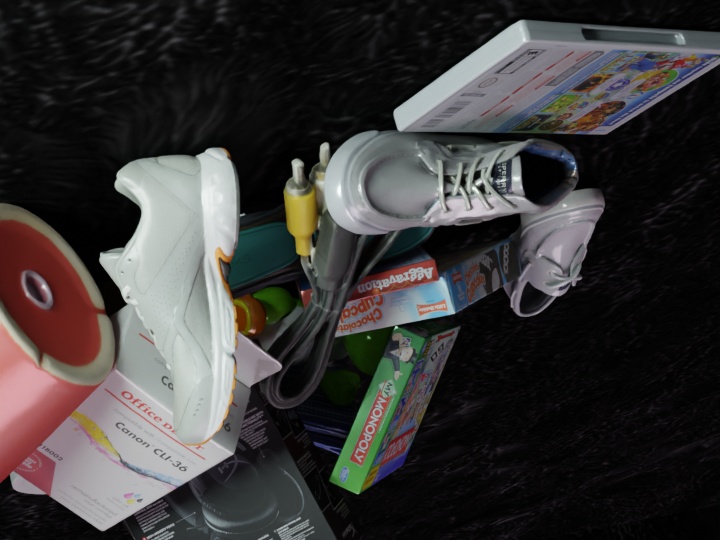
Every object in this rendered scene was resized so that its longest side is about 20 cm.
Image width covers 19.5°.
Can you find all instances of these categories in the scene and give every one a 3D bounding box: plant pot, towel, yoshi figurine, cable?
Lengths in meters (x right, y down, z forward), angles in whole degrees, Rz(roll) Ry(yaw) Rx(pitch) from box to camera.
[{"bbox_3d":[-0.278,0.058,1.429,0.177,0.201,0.200,-33,159,21],"label":"plant pot"},{"bbox_3d":[-0.073,0.108,1.815,0.144,0.024,0.200,14,-168,-6],"label":"towel"},{"bbox_3d":[-0.029,0.056,1.779,0.199,0.112,0.112,-9,156,-46],"label":"yoshi figurine"},{"bbox_3d":[-0.024,0.003,1.509,0.097,0.050,0.201,-8,127,-33],"label":"cable"}]

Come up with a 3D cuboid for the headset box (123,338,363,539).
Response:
[{"bbox_3d":[-0.113,0.160,1.642,0.148,0.201,0.077,-29,179,12],"label":"headset box"}]

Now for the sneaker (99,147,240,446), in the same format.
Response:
[{"bbox_3d":[-0.131,0.018,1.417,0.091,0.202,0.076,-1,-177,-12],"label":"sneaker"}]

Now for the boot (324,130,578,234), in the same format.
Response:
[{"bbox_3d":[0.068,-0.067,1.449,0.095,0.074,0.199,-3,-173,39],"label":"boot"}]

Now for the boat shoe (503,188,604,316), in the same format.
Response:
[{"bbox_3d":[0.161,-0.012,1.778,0.072,0.069,0.200,-8,164,-21],"label":"boat shoe"}]

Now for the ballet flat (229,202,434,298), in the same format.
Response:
[{"bbox_3d":[-0.043,-0.026,1.562,0.199,0.073,0.073,-16,165,-11],"label":"ballet flat"}]

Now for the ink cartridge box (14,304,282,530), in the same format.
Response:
[{"bbox_3d":[-0.163,0.100,1.512,0.116,0.068,0.200,37,131,-24],"label":"ink cartridge box"}]

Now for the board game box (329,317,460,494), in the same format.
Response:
[{"bbox_3d":[0.031,0.106,1.728,0.029,0.135,0.200,23,-174,9],"label":"board game box"}]

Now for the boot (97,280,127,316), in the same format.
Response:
[{"bbox_3d":[-0.240,0.077,1.656,0.199,0.073,0.156,-11,148,-36],"label":"boot"}]

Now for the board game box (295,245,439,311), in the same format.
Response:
[{"bbox_3d":[0.000,0.000,1.627,0.102,0.020,0.200,-13,-173,-2],"label":"board game box"}]

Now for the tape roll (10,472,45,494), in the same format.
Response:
[{"bbox_3d":[-0.238,0.149,1.983,0.201,0.071,0.203,-13,165,-4],"label":"tape roll"}]

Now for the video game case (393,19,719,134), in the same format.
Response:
[{"bbox_3d":[0.141,-0.129,1.439,0.199,0.018,0.143,-2,160,-38],"label":"video game case"}]

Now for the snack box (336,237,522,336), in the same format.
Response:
[{"bbox_3d":[0.049,0.013,1.695,0.115,0.037,0.200,-12,-176,21],"label":"snack box"}]

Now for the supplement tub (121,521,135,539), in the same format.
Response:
[{"bbox_3d":[-0.121,0.170,1.887,0.200,0.107,0.107,-36,178,-33],"label":"supplement tub"}]
